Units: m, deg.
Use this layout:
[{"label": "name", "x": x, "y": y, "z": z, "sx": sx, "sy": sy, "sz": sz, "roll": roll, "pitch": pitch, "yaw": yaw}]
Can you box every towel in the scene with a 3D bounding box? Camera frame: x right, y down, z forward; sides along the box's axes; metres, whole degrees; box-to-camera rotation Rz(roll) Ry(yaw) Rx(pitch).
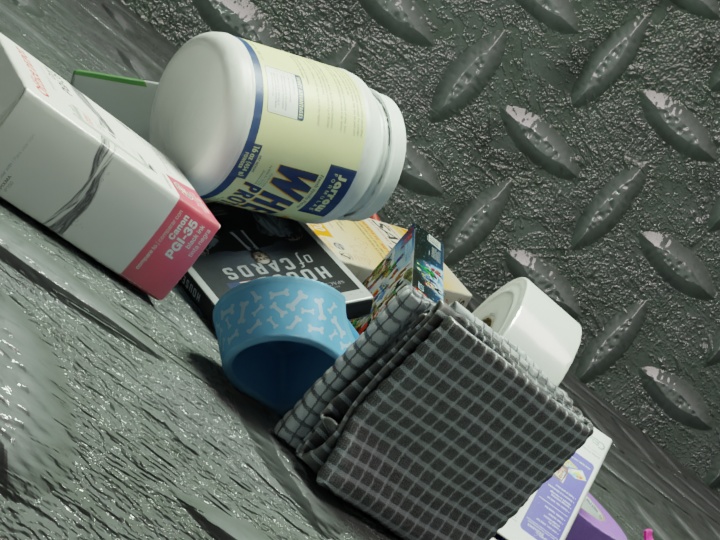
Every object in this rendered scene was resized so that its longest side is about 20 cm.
[{"label": "towel", "x": 0.061, "y": 0.122, "z": 1.164, "sx": 0.200, "sy": 0.166, "sz": 0.086, "roll": 36, "pitch": 13, "yaw": -37}]

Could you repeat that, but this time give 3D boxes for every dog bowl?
[{"label": "dog bowl", "x": -0.030, "y": 0.077, "z": 1.203, "sx": 0.200, "sy": 0.111, "sz": 0.050, "roll": 37, "pitch": 41, "yaw": -38}]

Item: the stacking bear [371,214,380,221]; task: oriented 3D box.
[{"label": "stacking bear", "x": 0.036, "y": 0.034, "z": 1.927, "sx": 0.200, "sy": 0.121, "sz": 0.114, "roll": 46, "pitch": 0, "yaw": -33}]

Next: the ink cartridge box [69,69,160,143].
[{"label": "ink cartridge box", "x": -0.192, "y": -0.135, "z": 1.537, "sx": 0.145, "sy": 0.085, "sz": 0.200, "roll": 11, "pitch": 1, "yaw": 10}]

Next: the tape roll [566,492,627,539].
[{"label": "tape roll", "x": 0.174, "y": 0.229, "z": 1.566, "sx": 0.200, "sy": 0.066, "sz": 0.200, "roll": 40, "pitch": 7, "yaw": -6}]

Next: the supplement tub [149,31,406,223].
[{"label": "supplement tub", "x": -0.072, "y": -0.122, "z": 1.388, "sx": 0.199, "sy": 0.146, "sz": 0.145, "roll": 12, "pitch": 23, "yaw": -37}]

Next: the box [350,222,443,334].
[{"label": "box", "x": 0.019, "y": 0.046, "z": 1.409, "sx": 0.038, "sy": 0.137, "sz": 0.200, "roll": 38, "pitch": 16, "yaw": -10}]

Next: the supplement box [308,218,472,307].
[{"label": "supplement box", "x": 0.000, "y": 0.000, "z": 1.586, "sx": 0.199, "sy": 0.074, "sz": 0.126, "roll": 15, "pitch": 25, "yaw": -40}]

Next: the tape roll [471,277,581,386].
[{"label": "tape roll", "x": 0.115, "y": 0.104, "z": 1.449, "sx": 0.071, "sy": 0.203, "sz": 0.202, "roll": 39, "pitch": 6, "yaw": -7}]

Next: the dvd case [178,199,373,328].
[{"label": "dvd case", "x": -0.102, "y": -0.012, "z": 1.389, "sx": 0.149, "sy": 0.025, "sz": 0.200, "roll": -10, "pitch": 39, "yaw": -33}]

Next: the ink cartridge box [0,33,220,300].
[{"label": "ink cartridge box", "x": -0.224, "y": -0.083, "z": 1.220, "sx": 0.200, "sy": 0.083, "sz": 0.147, "roll": 37, "pitch": 7, "yaw": -34}]

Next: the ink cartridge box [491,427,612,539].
[{"label": "ink cartridge box", "x": 0.155, "y": 0.201, "z": 1.429, "sx": 0.099, "sy": 0.039, "sz": 0.200, "roll": 36, "pitch": 44, "yaw": 2}]

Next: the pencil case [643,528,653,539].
[{"label": "pencil case", "x": 0.331, "y": 0.357, "z": 1.540, "sx": 0.200, "sy": 0.088, "sz": 0.088, "roll": 45, "pitch": 7, "yaw": 27}]
